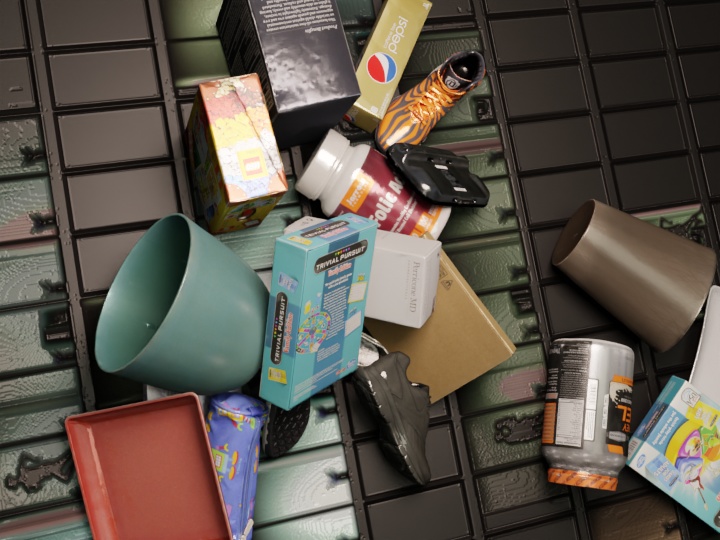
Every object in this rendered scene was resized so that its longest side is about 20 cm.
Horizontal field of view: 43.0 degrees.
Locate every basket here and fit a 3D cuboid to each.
[{"bbox_3d":[0.397,-0.007,1.352,0.199,0.136,0.182,31,73,-5],"label":"basket"}]

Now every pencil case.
[{"bbox_3d":[-0.164,0.257,1.150,0.078,0.086,0.203,1,99,-56],"label":"pencil case"}]

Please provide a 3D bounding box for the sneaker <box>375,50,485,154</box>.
[{"bbox_3d":[0.102,-0.251,1.312,0.077,0.112,0.200,43,73,-5],"label":"sneaker"}]

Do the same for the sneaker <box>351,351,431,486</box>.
[{"bbox_3d":[0.064,0.200,1.230,0.090,0.076,0.202,-31,115,-22],"label":"sneaker"}]

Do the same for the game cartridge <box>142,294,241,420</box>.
[{"bbox_3d":[-0.221,0.121,1.205,0.128,0.038,0.203,0,82,-12],"label":"game cartridge"}]

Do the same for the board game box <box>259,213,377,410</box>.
[{"bbox_3d":[-0.050,0.046,1.103,0.150,0.046,0.203,-23,127,-54],"label":"board game box"}]

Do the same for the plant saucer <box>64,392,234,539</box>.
[{"bbox_3d":[-0.251,0.257,1.117,0.198,0.037,0.202,-13,92,22],"label":"plant saucer"}]

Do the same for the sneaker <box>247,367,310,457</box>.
[{"bbox_3d":[-0.116,0.145,1.210,0.071,0.082,0.203,-13,113,-43],"label":"sneaker"}]

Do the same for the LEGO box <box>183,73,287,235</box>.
[{"bbox_3d":[-0.165,-0.142,1.174,0.076,0.200,0.151,-14,84,-18],"label":"LEGO box"}]

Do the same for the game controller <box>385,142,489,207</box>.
[{"bbox_3d":[0.112,-0.130,1.271,0.199,0.042,0.105,-4,59,-57],"label":"game controller"}]

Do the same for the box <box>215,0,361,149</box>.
[{"bbox_3d":[-0.100,-0.283,1.215,0.122,0.200,0.201,-14,86,-18],"label":"box"}]

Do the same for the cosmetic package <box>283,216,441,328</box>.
[{"bbox_3d":[0.000,0.000,1.202,0.197,0.074,0.103,11,112,20],"label":"cosmetic package"}]

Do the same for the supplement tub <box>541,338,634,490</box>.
[{"bbox_3d":[0.322,0.204,1.299,0.121,0.122,0.203,10,79,-14],"label":"supplement tub"}]

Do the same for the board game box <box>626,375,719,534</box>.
[{"bbox_3d":[0.508,0.278,1.362,0.199,0.047,0.152,35,88,-7],"label":"board game box"}]

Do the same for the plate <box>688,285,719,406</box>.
[{"bbox_3d":[0.603,0.151,1.435,0.198,0.032,0.202,21,76,-12],"label":"plate"}]

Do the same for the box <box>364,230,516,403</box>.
[{"bbox_3d":[0.090,0.070,1.248,0.201,0.163,0.021,52,31,-4],"label":"box"}]

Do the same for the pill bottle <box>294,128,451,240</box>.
[{"bbox_3d":[0.016,-0.102,1.264,0.199,0.114,0.115,32,74,-9],"label":"pill bottle"}]

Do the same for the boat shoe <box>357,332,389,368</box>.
[{"bbox_3d":[-0.055,0.089,1.240,0.198,0.064,0.072,17,77,-13],"label":"boat shoe"}]

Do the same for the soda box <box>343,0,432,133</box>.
[{"bbox_3d":[0.033,-0.307,1.325,0.063,0.068,0.202,25,75,-10],"label":"soda box"}]

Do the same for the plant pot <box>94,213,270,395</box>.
[{"bbox_3d":[-0.198,0.057,1.107,0.160,0.199,0.203,30,73,-33],"label":"plant pot"}]
